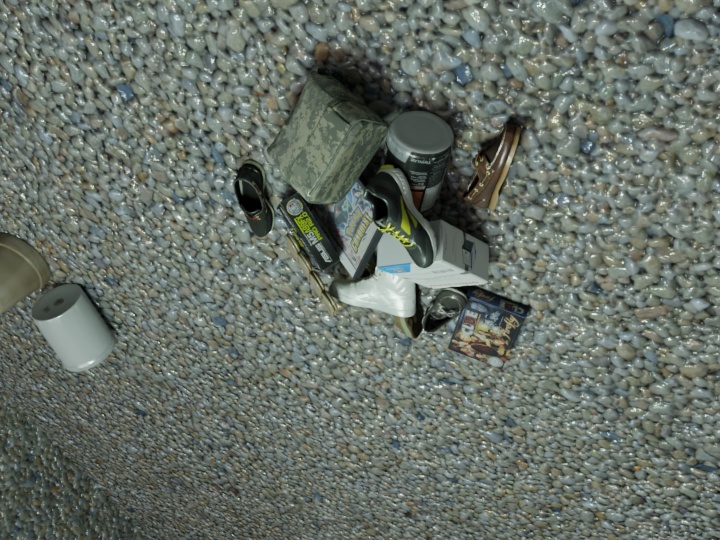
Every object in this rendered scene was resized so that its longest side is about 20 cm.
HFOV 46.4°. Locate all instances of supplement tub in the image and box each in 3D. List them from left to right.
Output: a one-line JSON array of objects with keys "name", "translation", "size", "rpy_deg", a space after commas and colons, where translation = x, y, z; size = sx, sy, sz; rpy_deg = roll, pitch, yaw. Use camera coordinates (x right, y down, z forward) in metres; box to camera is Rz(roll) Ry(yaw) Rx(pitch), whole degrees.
[{"name": "supplement tub", "translation": [0.096, -0.184, 1.555], "size": [0.122, 0.123, 0.201], "rpy_deg": [22, 140, 7]}]

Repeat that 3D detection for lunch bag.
[{"name": "lunch bag", "translation": [-0.069, -0.245, 1.526], "size": [0.168, 0.139, 0.201], "rpy_deg": [43, 114, 20]}]

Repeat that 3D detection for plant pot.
[{"name": "plant pot", "translation": [-1.014, 0.023, 2.379], "size": [0.199, 0.174, 0.201], "rpy_deg": [16, 139, 15]}]

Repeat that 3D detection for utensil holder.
[{"name": "utensil holder", "translation": [-0.830, 0.162, 2.432], "size": [0.169, 0.170, 0.201], "rpy_deg": [2, 132, 28]}]

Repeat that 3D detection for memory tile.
[{"name": "memory tile", "translation": [-0.107, 0.011, 1.852], "size": [0.201, 0.017, 0.153], "rpy_deg": [57, 172, 7]}]

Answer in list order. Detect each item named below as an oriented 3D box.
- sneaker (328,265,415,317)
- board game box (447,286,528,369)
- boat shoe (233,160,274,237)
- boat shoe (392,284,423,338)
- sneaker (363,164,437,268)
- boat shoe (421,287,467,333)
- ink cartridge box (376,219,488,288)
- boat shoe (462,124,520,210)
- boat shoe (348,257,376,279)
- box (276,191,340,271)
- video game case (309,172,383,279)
[{"name": "sneaker", "translation": [0.027, 0.019, 1.783], "size": [0.199, 0.074, 0.116], "rpy_deg": [12, 118, 18]}, {"name": "board game box", "translation": [0.279, 0.128, 1.856], "size": [0.135, 0.035, 0.201], "rpy_deg": [21, 140, 9]}, {"name": "boat shoe", "translation": [-0.236, -0.144, 1.839], "size": [0.073, 0.063, 0.202], "rpy_deg": [13, 140, 15]}, {"name": "boat shoe", "translation": [0.087, 0.076, 1.888], "size": [0.076, 0.072, 0.201], "rpy_deg": [19, 142, 29]}, {"name": "sneaker", "translation": [0.064, -0.084, 1.500], "size": [0.074, 0.085, 0.201], "rpy_deg": [-11, 112, 53]}, {"name": "boat shoe", "translation": [0.179, 0.091, 1.809], "size": [0.066, 0.057, 0.200], "rpy_deg": [24, 161, -3]}, {"name": "ink cartridge box", "translation": [0.146, -0.027, 1.653], "size": [0.146, 0.087, 0.200], "rpy_deg": [-6, 166, 34]}, {"name": "boat shoe", "translation": [0.233, -0.185, 1.514], "size": [0.070, 0.071, 0.201], "rpy_deg": [19, 140, 4]}, {"name": "boat shoe", "translation": [0.000, 0.000, 1.855], "size": [0.073, 0.063, 0.201], "rpy_deg": [4, 136, 26]}, {"name": "box", "translation": [-0.111, -0.077, 1.730], "size": [0.161, 0.044, 0.200], "rpy_deg": [57, 174, -6]}, {"name": "video game case", "translation": [-0.025, -0.112, 1.645], "size": [0.181, 0.025, 0.200], "rpy_deg": [55, 144, 22]}]
